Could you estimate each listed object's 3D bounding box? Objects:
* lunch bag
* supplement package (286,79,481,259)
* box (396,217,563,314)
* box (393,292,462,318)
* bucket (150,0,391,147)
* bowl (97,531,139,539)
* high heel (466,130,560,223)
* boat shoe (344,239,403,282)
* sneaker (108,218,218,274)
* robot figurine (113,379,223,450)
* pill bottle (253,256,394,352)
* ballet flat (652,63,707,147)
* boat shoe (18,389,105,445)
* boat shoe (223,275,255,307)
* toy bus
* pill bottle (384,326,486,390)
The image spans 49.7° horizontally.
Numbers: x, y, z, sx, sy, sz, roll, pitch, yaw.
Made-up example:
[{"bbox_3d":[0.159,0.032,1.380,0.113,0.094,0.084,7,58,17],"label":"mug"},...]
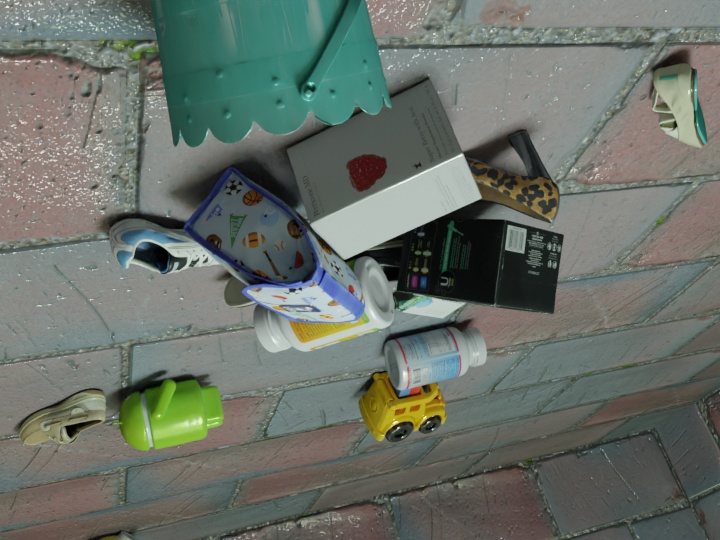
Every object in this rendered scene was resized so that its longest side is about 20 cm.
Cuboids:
[{"bbox_3d":[-0.098,-0.012,0.989,0.124,0.200,0.170,-55,153,-4],"label":"lunch bag"},{"bbox_3d":[0.030,-0.122,0.974,0.200,0.122,0.120,-25,153,10],"label":"supplement package"},{"bbox_3d":[0.178,-0.010,1.179,0.148,0.125,0.200,9,178,-41],"label":"box"},{"bbox_3d":[0.173,0.022,1.430,0.144,0.036,0.200,11,140,-45],"label":"box"},{"bbox_3d":[-0.078,-0.192,0.668,0.206,0.135,0.207,-9,-163,3],"label":"bucket"},{"bbox_3d":[-0.713,0.851,2.328,0.108,0.200,0.200,-58,158,-15],"label":"bowl"},{"bbox_3d":[0.175,-0.093,1.094,0.200,0.143,0.071,-29,152,20],"label":"high heel"},{"bbox_3d":[0.000,0.000,1.252,0.199,0.062,0.075,-10,154,-14],"label":"boat shoe"},{"bbox_3d":[-0.239,-0.024,1.045,0.200,0.073,0.072,4,144,-39],"label":"sneaker"},{"bbox_3d":[-0.365,0.275,1.478,0.199,0.116,0.176,-10,160,-16],"label":"robot figurine"},{"bbox_3d":[-0.059,0.059,1.188,0.199,0.111,0.111,-19,155,21],"label":"pill bottle"},{"bbox_3d":[0.455,-0.232,1.113,0.069,0.070,0.200,-27,150,17],"label":"ballet flat"},{"bbox_3d":[-0.553,0.288,1.440,0.200,0.065,0.072,-27,152,17],"label":"boat shoe"},{"bbox_3d":[-0.115,0.004,1.176,0.200,0.073,0.063,-32,148,15],"label":"boat shoe"},{"bbox_3d":[0.116,0.284,1.811,0.199,0.136,0.192,-7,135,-26],"label":"toy bus"},{"bbox_3d":[0.158,0.180,1.638,0.199,0.109,0.109,-11,152,-15],"label":"pill bottle"}]
